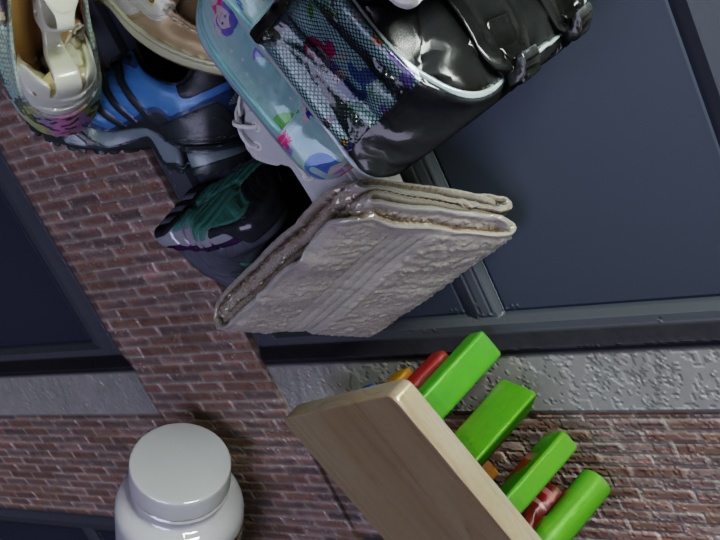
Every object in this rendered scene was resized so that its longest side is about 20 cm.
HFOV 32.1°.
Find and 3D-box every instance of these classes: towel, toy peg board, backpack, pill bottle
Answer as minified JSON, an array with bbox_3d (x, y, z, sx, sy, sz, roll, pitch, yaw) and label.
[{"bbox_3d":[0.000,0.000,0.834,0.200,0.132,0.035,-41,51,50],"label":"towel"},{"bbox_3d":[0.073,0.146,0.931,0.200,0.098,0.199,51,154,-7],"label":"toy peg board"},{"bbox_3d":[-0.001,-0.160,0.655,0.150,0.178,0.200,-33,96,43],"label":"backpack"},{"bbox_3d":[-0.168,0.239,1.162,0.120,0.120,0.200,27,137,18],"label":"pill bottle"}]

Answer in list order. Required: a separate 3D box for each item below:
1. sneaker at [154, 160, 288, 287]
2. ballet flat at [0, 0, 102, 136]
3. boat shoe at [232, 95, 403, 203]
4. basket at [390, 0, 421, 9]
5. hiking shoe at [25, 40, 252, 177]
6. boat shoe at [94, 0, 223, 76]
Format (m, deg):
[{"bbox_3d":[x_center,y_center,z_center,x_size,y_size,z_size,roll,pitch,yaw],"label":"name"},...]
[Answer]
[{"bbox_3d":[-0.078,-0.023,0.895,0.088,0.074,0.200,45,165,-17],"label":"sneaker"},{"bbox_3d":[-0.198,-0.158,0.796,0.071,0.069,0.200,47,148,42],"label":"ballet flat"},{"bbox_3d":[-0.041,-0.091,0.782,0.068,0.072,0.200,-29,136,13],"label":"boat shoe"},{"bbox_3d":[0.058,-0.227,0.540,0.123,0.200,0.136,46,139,7],"label":"basket"},{"bbox_3d":[-0.160,-0.128,0.900,0.200,0.074,0.087,12,113,26],"label":"hiking shoe"},{"bbox_3d":[-0.129,-0.194,0.805,0.200,0.074,0.066,31,143,14],"label":"boat shoe"}]
